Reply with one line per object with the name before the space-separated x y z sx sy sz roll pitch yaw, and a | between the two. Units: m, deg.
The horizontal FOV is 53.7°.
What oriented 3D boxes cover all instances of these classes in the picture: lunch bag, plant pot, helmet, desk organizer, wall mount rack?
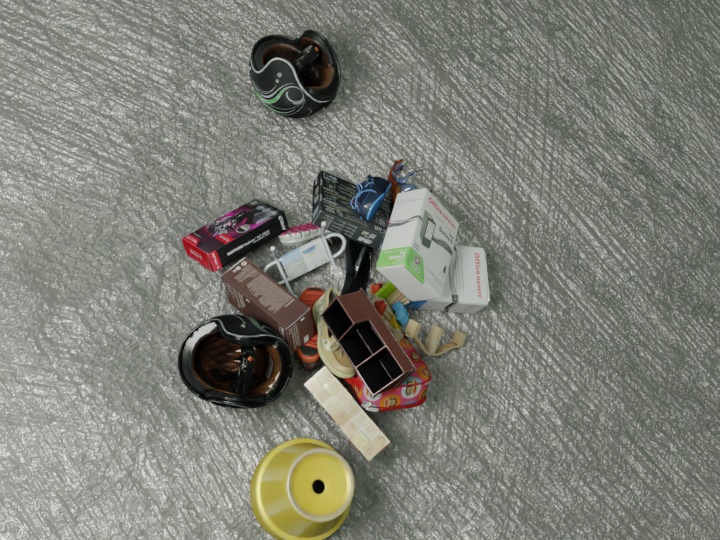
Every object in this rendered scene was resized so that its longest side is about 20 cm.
lunch bag | 0.037 0.206 1.496 0.176 0.082 0.200 -4 34 -21
plant pot | -0.099 0.416 1.355 0.200 0.189 0.201 6 68 -15
helmet | -0.162 -0.458 1.668 0.200 0.190 0.201 -1 92 -46
helmet | -0.251 0.177 1.397 0.200 0.190 0.201 -12 106 -45
desk organizer | 0.013 0.140 1.390 0.077 0.072 0.200 -13 61 -47
wall mount rack | -0.117 -0.028 1.505 0.200 0.174 0.075 -27 42 -9

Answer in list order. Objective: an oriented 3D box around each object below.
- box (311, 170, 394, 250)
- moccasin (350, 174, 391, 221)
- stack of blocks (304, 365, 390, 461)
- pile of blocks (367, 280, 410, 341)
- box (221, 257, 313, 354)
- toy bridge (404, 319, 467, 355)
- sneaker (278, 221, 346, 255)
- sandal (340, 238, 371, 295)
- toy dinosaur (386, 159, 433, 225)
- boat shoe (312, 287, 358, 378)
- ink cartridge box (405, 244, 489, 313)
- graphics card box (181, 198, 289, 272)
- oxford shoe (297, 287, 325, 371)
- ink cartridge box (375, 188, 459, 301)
box | -0.012 -0.135 1.629 0.200 0.044 0.160 20 38 -20
moccasin | 0.016 -0.164 1.596 0.068 0.081 0.200 29 21 0
stack of blocks | -0.028 0.290 1.462 0.059 0.115 0.200 -40 85 -6
pile of blocks | 0.061 0.073 1.551 0.062 0.082 0.200 52 13 -32
box | -0.191 0.073 1.469 0.200 0.100 0.075 34 60 26
toy bridge | 0.162 0.155 1.585 0.200 0.027 0.067 15 99 -47
sneaker | -0.101 -0.060 1.608 0.200 0.074 0.088 -15 112 -42
sandal | 0.000 0.001 1.618 0.076 0.043 0.201 23 66 -43
toy dinosaur | 0.098 -0.201 1.692 0.200 0.105 0.181 -13 36 -35
boat shoe | -0.051 0.127 1.457 0.073 0.063 0.200 3 48 -32
ink cartridge box | 0.191 0.018 1.666 0.199 0.084 0.145 6 68 -16
graphics card box | -0.268 -0.079 1.530 0.200 0.125 0.051 -31 125 -26
oxford shoe | -0.110 0.125 1.540 0.071 0.073 0.200 6 49 -1
ink cartridge box | 0.128 -0.056 1.547 0.145 0.084 0.200 41 55 -39
